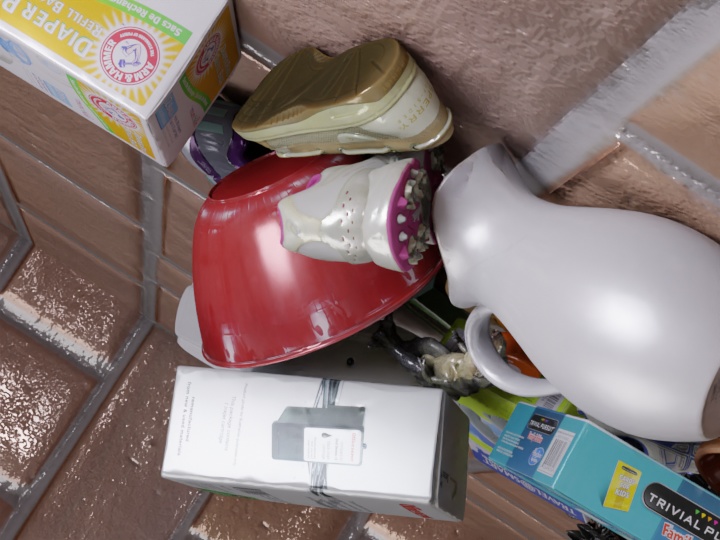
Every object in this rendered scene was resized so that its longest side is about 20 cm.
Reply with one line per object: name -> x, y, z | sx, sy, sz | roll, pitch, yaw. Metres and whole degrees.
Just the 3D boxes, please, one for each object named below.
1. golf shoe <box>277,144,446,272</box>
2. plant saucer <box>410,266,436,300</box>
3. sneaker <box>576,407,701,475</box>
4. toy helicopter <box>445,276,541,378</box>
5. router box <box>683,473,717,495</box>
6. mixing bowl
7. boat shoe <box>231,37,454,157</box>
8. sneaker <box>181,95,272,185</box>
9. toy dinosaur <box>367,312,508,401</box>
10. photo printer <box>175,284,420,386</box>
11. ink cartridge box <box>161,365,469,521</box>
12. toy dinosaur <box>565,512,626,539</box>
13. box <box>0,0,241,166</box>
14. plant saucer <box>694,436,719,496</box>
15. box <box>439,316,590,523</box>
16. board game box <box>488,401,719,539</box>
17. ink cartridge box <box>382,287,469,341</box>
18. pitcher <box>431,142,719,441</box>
golf shoe -> 0.006, -0.046, 0.953 | 0.091, 0.076, 0.200 | -2, -172, 12
plant saucer -> 0.000, 0.000, 1.182 | 0.019, 0.070, 0.200 | 65, 170, -17
sneaker -> 0.220, 0.112, 1.088 | 0.200, 0.088, 0.075 | 41, -169, -43
toy helicopter -> 0.136, 0.011, 1.023 | 0.199, 0.079, 0.132 | -2, 148, 48
router box -> 0.220, 0.128, 1.273 | 0.149, 0.062, 0.200 | 19, 162, 47
mixing bowl -> -0.046, -0.026, 1.113 | 0.200, 0.200, 0.109 | 12, 130, 60
boat shoe -> -0.016, -0.099, 0.955 | 0.063, 0.073, 0.200 | 43, 158, -23
sneaker -> -0.064, -0.065, 1.224 | 0.087, 0.075, 0.200 | 12, 158, 42
toy dinosaur -> 0.048, 0.067, 1.107 | 0.088, 0.048, 0.200 | 35, 165, 0
photo printer -> -0.038, 0.067, 1.301 | 0.199, 0.070, 0.166 | 14, -177, -32
ink cartridge box -> -0.026, 0.128, 1.114 | 0.198, 0.084, 0.147 | 5, 167, 12
toy dinosaur -> 0.244, 0.237, 1.287 | 0.200, 0.135, 0.103 | -3, 104, 56
box -> -0.189, -0.174, 1.023 | 0.199, 0.102, 0.113 | 32, 169, 5
plant saucer -> 0.291, 0.145, 0.887 | 0.200, 0.032, 0.200 | 31, 168, 7
box -> 0.134, 0.127, 1.221 | 0.122, 0.048, 0.200 | 29, 160, 32
board game box -> 0.191, 0.154, 0.953 | 0.199, 0.047, 0.151 | 30, 175, -8
ink cartridge box -> 0.045, 0.025, 1.359 | 0.145, 0.048, 0.200 | 37, 166, -22
pitcher -> 0.140, 0.035, 0.910 | 0.199, 0.121, 0.172 | 30, 143, 33
